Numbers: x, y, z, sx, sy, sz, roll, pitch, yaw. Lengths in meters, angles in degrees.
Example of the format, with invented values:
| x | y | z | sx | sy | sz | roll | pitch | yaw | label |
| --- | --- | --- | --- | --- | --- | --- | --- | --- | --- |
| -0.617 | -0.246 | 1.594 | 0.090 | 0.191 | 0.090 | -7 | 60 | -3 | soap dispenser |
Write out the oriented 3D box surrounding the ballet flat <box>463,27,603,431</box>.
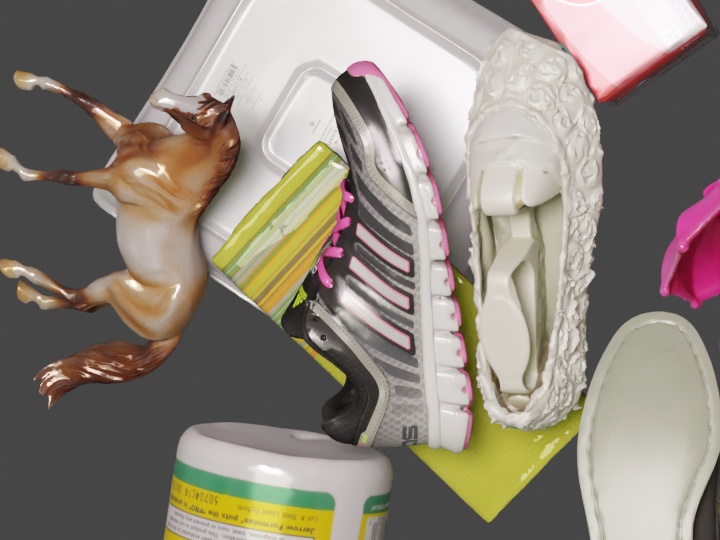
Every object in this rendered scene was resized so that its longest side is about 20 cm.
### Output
| x | y | z | sx | sy | sz | roll | pitch | yaw | label |
| --- | --- | --- | --- | --- | --- | --- | --- | --- | --- |
| 0.081 | -0.015 | 1.287 | 0.071 | 0.072 | 0.202 | -1 | 101 | 13 | ballet flat |

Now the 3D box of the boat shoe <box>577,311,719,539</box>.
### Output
| x | y | z | sx | sy | sz | roll | pitch | yaw | label |
| --- | --- | --- | --- | --- | --- | --- | --- | --- | --- |
| 0.146 | 0.124 | 1.317 | 0.071 | 0.061 | 0.203 | 0 | 74 | 12 | boat shoe |

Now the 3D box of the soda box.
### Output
| x | y | z | sx | sy | sz | roll | pitch | yaw | label |
| --- | --- | --- | --- | --- | --- | --- | --- | --- | --- |
| 0.096 | -0.183 | 1.323 | 0.070 | 0.063 | 0.201 | -35 | 84 | 12 | soda box |

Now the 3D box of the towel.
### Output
| x | y | z | sx | sy | sz | roll | pitch | yaw | label |
| --- | --- | --- | --- | --- | --- | --- | --- | --- | --- |
| 0.022 | 0.031 | 1.347 | 0.200 | 0.018 | 0.086 | 44 | 101 | -5 | towel |

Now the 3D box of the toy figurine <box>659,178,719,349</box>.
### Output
| x | y | z | sx | sy | sz | roll | pitch | yaw | label |
| --- | --- | --- | --- | --- | --- | --- | --- | --- | --- |
| 0.219 | 0.027 | 1.252 | 0.149 | 0.184 | 0.202 | -6 | 104 | -28 | toy figurine |

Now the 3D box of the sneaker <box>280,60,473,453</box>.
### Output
| x | y | z | sx | sy | sz | roll | pitch | yaw | label |
| --- | --- | --- | --- | --- | --- | --- | --- | --- | --- |
| 0.000 | 0.000 | 1.295 | 0.087 | 0.074 | 0.201 | -11 | 105 | -1 | sneaker |

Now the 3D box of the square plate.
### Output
| x | y | z | sx | sy | sz | roll | pitch | yaw | label |
| --- | --- | --- | --- | --- | --- | --- | --- | --- | --- |
| -0.016 | -0.069 | 1.371 | 0.197 | 0.028 | 0.201 | 33 | 99 | 10 | square plate |

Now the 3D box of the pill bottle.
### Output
| x | y | z | sx | sy | sz | roll | pitch | yaw | label |
| --- | --- | --- | --- | --- | --- | --- | --- | --- | --- |
| -0.051 | 0.185 | 1.344 | 0.112 | 0.113 | 0.202 | 9 | 94 | 13 | pill bottle |

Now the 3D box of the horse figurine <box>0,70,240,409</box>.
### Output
| x | y | z | sx | sy | sz | roll | pitch | yaw | label |
| --- | --- | --- | --- | --- | --- | --- | --- | --- | --- |
| -0.123 | -0.018 | 1.365 | 0.132 | 0.050 | 0.201 | 13 | 120 | 14 | horse figurine |
